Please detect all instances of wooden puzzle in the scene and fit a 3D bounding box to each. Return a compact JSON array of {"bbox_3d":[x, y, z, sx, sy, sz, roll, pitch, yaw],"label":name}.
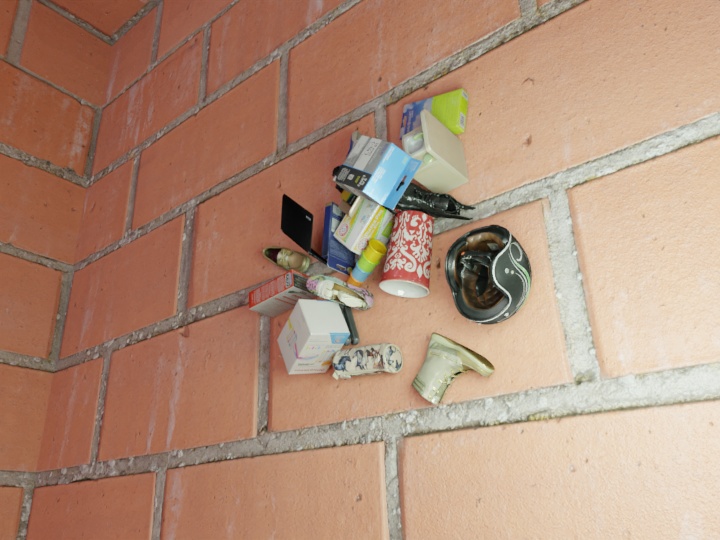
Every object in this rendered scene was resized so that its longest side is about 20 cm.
[{"bbox_3d":[-0.002,-0.244,1.690,0.186,0.037,0.200,-59,15,6],"label":"wooden puzzle"}]

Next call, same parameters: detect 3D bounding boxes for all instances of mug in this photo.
[{"bbox_3d":[0.112,-0.043,1.615,0.176,0.133,0.203,-5,67,38],"label":"mug"}]

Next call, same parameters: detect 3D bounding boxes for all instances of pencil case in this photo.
[{"bbox_3d":[0.018,0.244,1.614,0.198,0.078,0.090,-14,45,37],"label":"pencil case"}]

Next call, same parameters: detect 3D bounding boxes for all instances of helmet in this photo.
[{"bbox_3d":[0.296,0.018,1.383,0.198,0.192,0.201,-19,29,11],"label":"helmet"}]

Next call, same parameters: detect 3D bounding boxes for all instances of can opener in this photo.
[{"bbox_3d":[-0.053,0.133,1.755,0.067,0.053,0.202,116,145,-49],"label":"can opener"}]

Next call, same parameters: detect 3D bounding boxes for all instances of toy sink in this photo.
[{"bbox_3d":[0.184,-0.307,1.605,0.111,0.199,0.132,-23,60,32],"label":"toy sink"}]

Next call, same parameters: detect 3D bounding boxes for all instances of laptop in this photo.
[{"bbox_3d":[-0.154,-0.115,1.833,0.104,0.199,0.177,-54,47,3],"label":"laptop"}]

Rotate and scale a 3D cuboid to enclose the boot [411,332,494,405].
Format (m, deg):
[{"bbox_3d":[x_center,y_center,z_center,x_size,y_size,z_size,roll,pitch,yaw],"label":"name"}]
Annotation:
[{"bbox_3d":[0.215,0.251,1.443,0.199,0.072,0.156,25,90,49],"label":"boot"}]

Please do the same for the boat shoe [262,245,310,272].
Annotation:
[{"bbox_3d":[-0.245,-0.037,1.970,0.198,0.066,0.075,10,80,43],"label":"boat shoe"}]

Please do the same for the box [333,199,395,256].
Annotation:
[{"bbox_3d":[0.032,-0.143,1.734,0.101,0.112,0.201,40,102,45],"label":"box"}]

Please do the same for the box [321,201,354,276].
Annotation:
[{"bbox_3d":[-0.061,-0.087,1.788,0.032,0.121,0.203,-14,64,37],"label":"box"}]

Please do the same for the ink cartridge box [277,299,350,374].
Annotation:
[{"bbox_3d":[-0.139,0.196,1.710,0.201,0.127,0.126,-60,41,35],"label":"ink cartridge box"}]

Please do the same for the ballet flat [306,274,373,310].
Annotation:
[{"bbox_3d":[-0.058,0.064,1.690,0.071,0.197,0.070,-71,-1,-71],"label":"ballet flat"}]

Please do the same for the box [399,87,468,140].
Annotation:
[{"bbox_3d":[0.209,-0.436,1.738,0.198,0.047,0.124,-5,70,41],"label":"box"}]

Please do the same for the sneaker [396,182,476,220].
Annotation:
[{"bbox_3d":[0.192,-0.178,1.562,0.104,0.198,0.061,3,72,58],"label":"sneaker"}]

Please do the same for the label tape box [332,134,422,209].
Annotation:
[{"bbox_3d":[0.039,-0.252,1.527,0.199,0.063,0.145,28,85,48],"label":"label tape box"}]

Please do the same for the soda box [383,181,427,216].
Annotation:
[{"bbox_3d":[0.106,-0.188,1.624,0.070,0.199,0.064,5,73,42],"label":"soda box"}]

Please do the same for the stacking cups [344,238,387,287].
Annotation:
[{"bbox_3d":[0.000,0.000,1.714,0.201,0.060,0.061,-53,45,34],"label":"stacking cups"}]

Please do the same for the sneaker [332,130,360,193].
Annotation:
[{"bbox_3d":[-0.040,-0.335,1.899,0.110,0.077,0.203,-13,71,27],"label":"sneaker"}]

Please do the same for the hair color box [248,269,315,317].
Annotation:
[{"bbox_3d":[-0.243,0.074,1.894,0.198,0.110,0.065,-25,58,32],"label":"hair color box"}]
